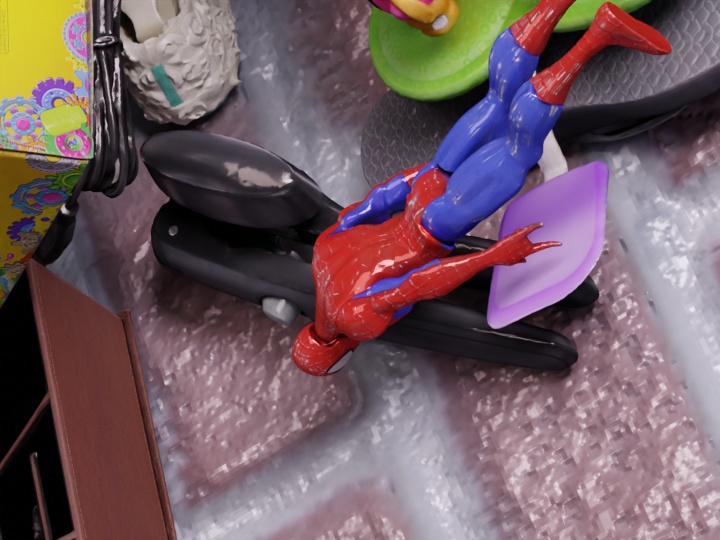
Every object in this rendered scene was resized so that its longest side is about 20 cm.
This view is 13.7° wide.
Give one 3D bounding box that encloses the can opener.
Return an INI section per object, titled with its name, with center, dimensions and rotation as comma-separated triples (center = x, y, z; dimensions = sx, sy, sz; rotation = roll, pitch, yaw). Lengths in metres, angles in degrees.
[can opener]
center = 0.000, 0.000, 1.205
dimensions = 0.200, 0.079, 0.064
rotation = 21, 88, 22

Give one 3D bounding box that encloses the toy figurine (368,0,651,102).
[toy figurine]
center = 0.023, -0.176, 1.117
dimensions = 0.200, 0.184, 0.150
rotation = -43, 47, 16

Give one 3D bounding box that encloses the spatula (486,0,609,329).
[spatula]
center = 0.067, -0.072, 1.171
dimensions = 0.056, 0.021, 0.201
rotation = -25, 56, 36

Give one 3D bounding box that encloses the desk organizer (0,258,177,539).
[desk organizer]
center = -0.124, 0.102, 1.219
dimensions = 0.072, 0.077, 0.200
rotation = -26, 58, 18

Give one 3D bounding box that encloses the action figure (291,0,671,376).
[action figure]
center = 0.038, -0.030, 1.130
dimensions = 0.200, 0.052, 0.066
rotation = -46, 41, 24

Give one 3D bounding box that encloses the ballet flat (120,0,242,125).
[ballet flat]
center = -0.096, -0.157, 1.328
dimensions = 0.072, 0.072, 0.200
rotation = -27, 57, 17

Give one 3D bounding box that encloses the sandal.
[sandal]
center = 0.089, -0.080, 1.203
dimensions = 0.200, 0.043, 0.076
rotation = -22, 57, 33

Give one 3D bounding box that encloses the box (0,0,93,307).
[box]
center = -0.194, -0.091, 1.214
dimensions = 0.193, 0.122, 0.201
rotation = 128, 143, -54

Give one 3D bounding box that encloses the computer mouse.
[computer mouse]
center = -0.132, -0.062, 1.286
dimensions = 0.200, 0.046, 0.141
rotation = -29, 57, 58
